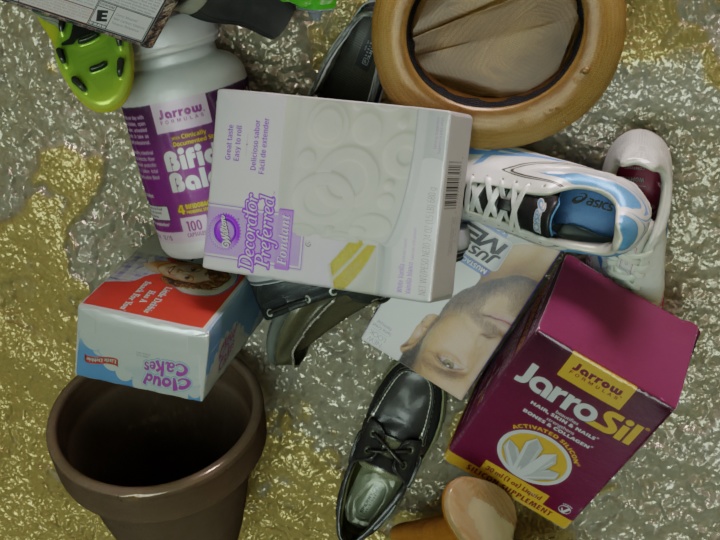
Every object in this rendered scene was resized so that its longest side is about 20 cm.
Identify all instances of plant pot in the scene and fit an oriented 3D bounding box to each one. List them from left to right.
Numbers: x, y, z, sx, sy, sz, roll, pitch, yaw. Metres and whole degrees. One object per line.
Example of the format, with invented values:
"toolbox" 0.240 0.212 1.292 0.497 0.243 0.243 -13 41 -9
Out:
"plant pot" -0.182 0.195 1.204 0.198 0.201 0.176 6 129 12

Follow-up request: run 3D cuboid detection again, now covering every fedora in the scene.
"fedora" 0.109 -0.194 1.014 0.199 0.082 0.203 2 103 7

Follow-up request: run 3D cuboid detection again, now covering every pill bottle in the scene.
"pill bottle" -0.142 -0.121 1.093 0.111 0.112 0.202 -9 107 17

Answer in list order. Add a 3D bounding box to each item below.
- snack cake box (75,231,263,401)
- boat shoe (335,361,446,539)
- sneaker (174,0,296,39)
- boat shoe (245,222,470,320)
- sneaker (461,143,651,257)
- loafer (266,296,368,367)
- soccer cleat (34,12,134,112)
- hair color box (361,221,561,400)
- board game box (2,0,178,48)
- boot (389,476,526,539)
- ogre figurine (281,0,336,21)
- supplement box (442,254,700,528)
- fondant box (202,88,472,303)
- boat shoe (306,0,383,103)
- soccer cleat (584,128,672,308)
"snack cake box" -0.154 0.030 1.109 0.114 0.200 0.068 12 114 9
"boat shoe" 0.026 0.175 1.195 0.071 0.066 0.202 24 115 5
"sneaker" -0.094 -0.296 1.045 0.074 0.106 0.202 13 90 45
"boat shoe" 0.000 0.000 1.066 0.198 0.069 0.057 -9 102 20
"sneaker" 0.128 -0.057 1.000 0.198 0.072 0.073 12 109 23
"loafer" -0.019 0.016 1.138 0.069 0.075 0.201 34 115 4
"soccer cleat" -0.230 -0.199 1.064 0.064 0.084 0.201 -28 59 -6
"hair color box" 0.097 0.001 1.110 0.109 0.065 0.201 31 117 2
"board game box" -0.189 -0.289 0.935 0.158 0.097 0.200 13 129 -35
"boot" 0.080 0.240 1.149 0.143 0.071 0.201 -5 149 37
"ogre figurine" -0.025 -0.287 0.993 0.098 0.201 0.120 9 158 47
"supplement box" 0.175 0.107 1.078 0.130 0.103 0.201 29 135 2
"fondant box" -0.020 -0.060 1.000 0.198 0.058 0.146 8 97 23
"boat shoe" -0.022 -0.136 1.076 0.072 0.071 0.201 26 112 15
"soccer cleat" 0.220 -0.016 1.058 0.069 0.086 0.202 4 112 13
